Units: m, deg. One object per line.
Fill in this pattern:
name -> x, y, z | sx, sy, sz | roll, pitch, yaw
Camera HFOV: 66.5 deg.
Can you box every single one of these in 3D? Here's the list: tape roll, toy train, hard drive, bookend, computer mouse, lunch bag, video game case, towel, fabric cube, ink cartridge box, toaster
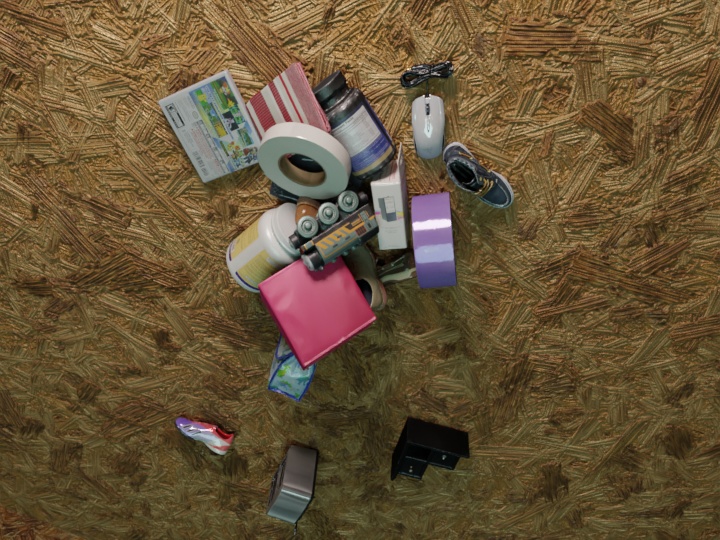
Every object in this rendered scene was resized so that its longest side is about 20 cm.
tape roll -> -0.116, -0.221, 1.133 | 0.197, 0.038, 0.204 | 12, 154, 6
toy train -> -0.053, -0.085, 1.166 | 0.198, 0.085, 0.115 | -33, 89, -13
hard drive -> -0.099, -0.201, 1.248 | 0.195, 0.043, 0.137 | 18, 124, -5
bookend -> 0.210, 0.574, 1.698 | 0.194, 0.093, 0.203 | 15, 126, -3
tape roll -> 0.164, -0.065, 1.208 | 0.083, 0.202, 0.204 | -5, 124, 11
computer mouse -> 0.142, -0.320, 1.134 | 0.106, 0.044, 0.204 | -4, 123, 9
lunch bag -> -0.161, 0.209, 1.456 | 0.125, 0.172, 0.202 | 23, 125, -13
video game case -> -0.321, -0.313, 1.216 | 0.178, 0.022, 0.203 | -15, 120, 17
towel -> -0.151, -0.314, 1.123 | 0.198, 0.023, 0.147 | -14, 106, 48
fabric cube -> -0.100, 0.087, 1.261 | 0.194, 0.200, 0.202 | -32, 83, -13
ink cartridge box -> 0.066, -0.163, 1.205 | 0.065, 0.118, 0.204 | -2, 124, 11
toaster -> -0.218, 0.700, 1.778 | 0.116, 0.202, 0.183 | 20, 126, -12

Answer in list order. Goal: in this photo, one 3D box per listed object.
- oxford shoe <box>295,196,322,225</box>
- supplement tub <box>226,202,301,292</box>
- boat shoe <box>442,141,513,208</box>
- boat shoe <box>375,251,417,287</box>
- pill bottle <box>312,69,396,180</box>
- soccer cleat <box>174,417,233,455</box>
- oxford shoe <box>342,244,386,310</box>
oxford shoe -> -0.067, -0.091, 1.256 | 0.197, 0.073, 0.071 | 23, 156, -26
supplement tub -> -0.206, -0.053, 1.286 | 0.198, 0.147, 0.145 | -32, 115, 35
boat shoe -> 0.254, -0.186, 1.181 | 0.198, 0.092, 0.071 | 35, 122, -16
boat shoe -> 0.053, 0.003, 1.360 | 0.198, 0.074, 0.077 | -18, 88, 25
pill bottle -> -0.018, -0.298, 1.129 | 0.110, 0.113, 0.201 | -27, 116, 23
soccer cleat -> -0.507, 0.521, 1.786 | 0.198, 0.068, 0.074 | 33, 99, -10
oxford shoe -> 0.000, 0.000, 1.305 | 0.070, 0.073, 0.203 | -32, 79, 22
